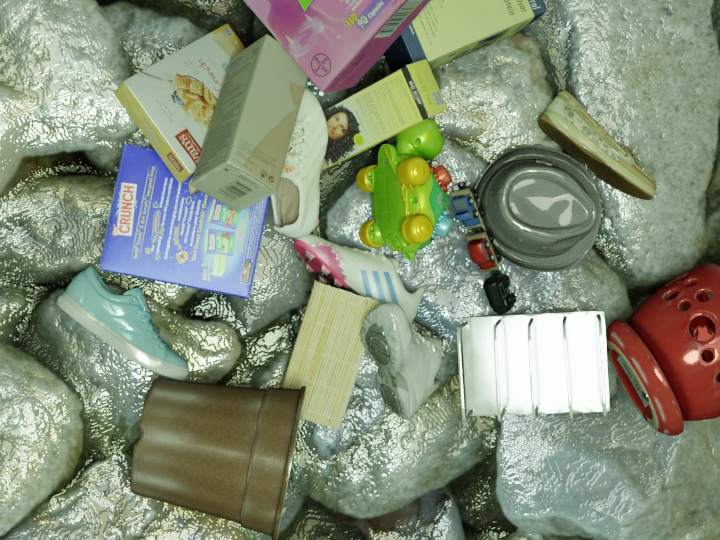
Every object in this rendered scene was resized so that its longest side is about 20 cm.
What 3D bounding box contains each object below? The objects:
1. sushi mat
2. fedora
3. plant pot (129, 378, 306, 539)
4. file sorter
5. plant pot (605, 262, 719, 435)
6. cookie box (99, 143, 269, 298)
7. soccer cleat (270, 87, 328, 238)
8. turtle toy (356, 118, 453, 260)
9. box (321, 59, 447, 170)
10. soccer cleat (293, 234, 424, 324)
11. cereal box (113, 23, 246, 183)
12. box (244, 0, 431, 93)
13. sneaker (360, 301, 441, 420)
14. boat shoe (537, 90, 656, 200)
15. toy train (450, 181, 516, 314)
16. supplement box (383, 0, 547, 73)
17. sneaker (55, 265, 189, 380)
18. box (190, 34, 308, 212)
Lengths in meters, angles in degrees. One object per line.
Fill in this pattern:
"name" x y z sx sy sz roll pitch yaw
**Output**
"sushi mat" -0.045 0.118 1.505 0.095 0.012 0.201 15 106 -9
"fedora" 0.260 -0.088 1.551 0.199 0.090 0.178 22 86 -9
"plant pot" -0.183 0.229 1.429 0.197 0.200 0.202 11 88 -2
"file sorter" 0.234 0.131 1.498 0.199 0.125 0.140 -3 91 10
"plant pot" 0.451 0.116 1.535 0.182 0.200 0.201 -28 94 0
"cookie box" -0.231 -0.064 1.473 0.199 0.075 0.172 12 85 -10
"soccer cleat" -0.084 -0.143 1.457 0.069 0.077 0.201 1 92 25
"turtle toy" 0.070 -0.114 1.505 0.101 0.145 0.201 -2 91 -31
"box" 0.015 -0.203 1.465 0.050 0.199 0.076 -28 94 -50
"soccer cleat" 0.000 0.000 1.523 0.200 0.070 0.087 39 75 -13
"cereal box" -0.204 -0.221 1.451 0.144 0.039 0.200 53 50 -7
"box" -0.036 -0.361 1.402 0.176 0.097 0.200 -43 82 28
"sneaker" 0.063 0.106 1.500 0.099 0.078 0.201 -36 139 -23
"boat shoe" 0.346 -0.175 1.576 0.200 0.073 0.063 37 82 -5
"toy train" 0.168 -0.028 1.536 0.046 0.034 0.201 -42 116 -46
"supplement box" 0.111 -0.390 1.506 0.199 0.134 0.201 -25 93 -8
"sneaker" -0.298 0.068 1.463 0.200 0.074 0.082 35 88 -8
"box" -0.137 -0.187 1.404 0.078 0.095 0.201 30 60 -29
